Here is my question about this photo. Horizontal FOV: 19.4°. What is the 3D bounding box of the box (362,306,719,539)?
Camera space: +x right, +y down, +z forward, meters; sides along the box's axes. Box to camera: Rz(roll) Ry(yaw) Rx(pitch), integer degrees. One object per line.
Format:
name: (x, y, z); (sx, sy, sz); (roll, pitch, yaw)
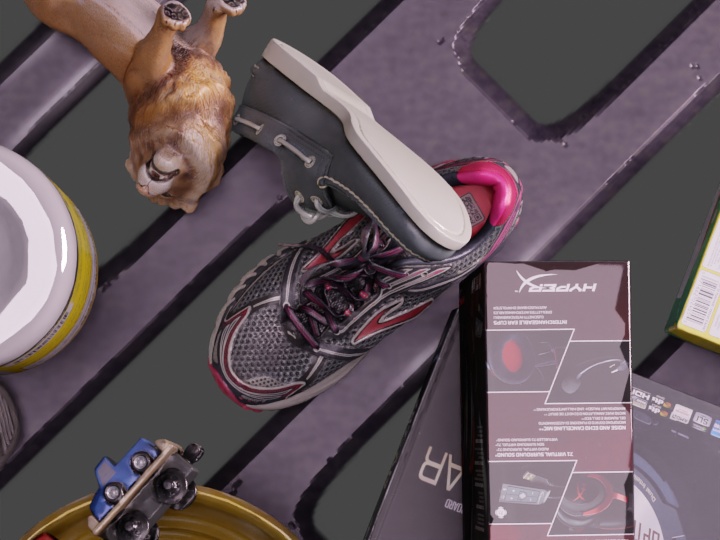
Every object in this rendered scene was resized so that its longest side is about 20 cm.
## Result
box: (0.116, 0.129, 1.163); (0.200, 0.044, 0.160); (22, 85, -1)

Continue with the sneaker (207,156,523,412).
sneaker: (0.000, 0.000, 1.151); (0.200, 0.075, 0.081); (-39, 88, -3)

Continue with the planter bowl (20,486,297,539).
planter bowl: (-0.103, 0.210, 1.098); (0.200, 0.083, 0.201); (0, 86, -2)

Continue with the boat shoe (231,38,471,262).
boat shoe: (-0.009, -0.052, 1.116); (0.073, 0.200, 0.062); (27, 105, -43)

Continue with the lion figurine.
lion figurine: (-0.133, -0.134, 1.155); (0.072, 0.123, 0.200); (-26, 69, -37)

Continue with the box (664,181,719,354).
box: (0.284, 0.016, 1.176); (0.200, 0.048, 0.117); (22, 85, 2)

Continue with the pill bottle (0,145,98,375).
pill bottle: (-0.194, -0.002, 1.081); (0.112, 0.200, 0.113); (0, 86, -3)

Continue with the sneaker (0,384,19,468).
sneaker: (-0.289, 0.115, 1.130); (0.200, 0.121, 0.084); (-22, 95, -43)

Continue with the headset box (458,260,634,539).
headset box: (0.092, 0.099, 1.067); (0.075, 0.149, 0.200); (-1, 86, -2)

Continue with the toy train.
toy train: (-0.153, 0.154, 1.036); (0.046, 0.034, 0.200); (42, 86, 14)
